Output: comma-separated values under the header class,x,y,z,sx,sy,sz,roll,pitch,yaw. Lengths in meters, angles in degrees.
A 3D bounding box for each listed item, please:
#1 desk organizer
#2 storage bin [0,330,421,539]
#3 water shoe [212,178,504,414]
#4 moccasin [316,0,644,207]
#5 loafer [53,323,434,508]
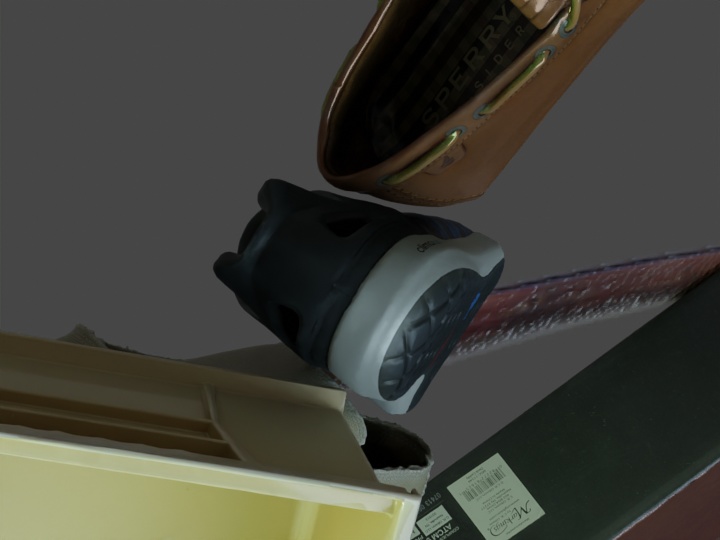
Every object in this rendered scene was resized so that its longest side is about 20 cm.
class,x,y,z,sx,sy,sz,roll,pitch,yaw
desk organizer,0.107,0.092,1.096,0.200,0.072,0.077,-35,149,-9
storage bin,-0.108,0.127,0.790,0.198,0.094,0.200,10,107,-14
water shoe,0.000,0.000,0.883,0.072,0.079,0.200,-57,174,-2
moccasin,0.049,-0.104,0.818,0.078,0.074,0.201,-6,144,-52
loafer,-0.043,0.055,0.904,0.068,0.076,0.200,-55,143,2
